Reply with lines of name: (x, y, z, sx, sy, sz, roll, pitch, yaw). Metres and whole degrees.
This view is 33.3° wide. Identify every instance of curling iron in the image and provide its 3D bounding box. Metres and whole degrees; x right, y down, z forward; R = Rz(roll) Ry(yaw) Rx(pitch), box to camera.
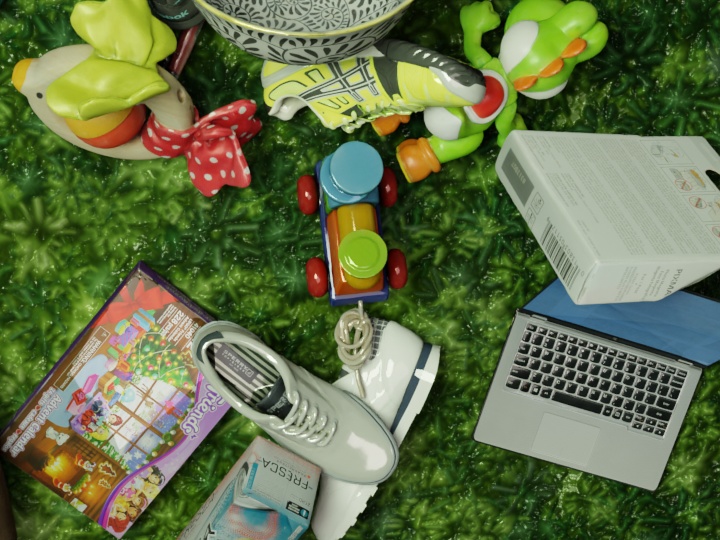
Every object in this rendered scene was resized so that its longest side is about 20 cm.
curling iron: (-0.129, -0.238, 0.968, 0.049, 0.026, 0.201, 29, 97, -15)

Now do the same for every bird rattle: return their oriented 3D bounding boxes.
bird rattle: (-0.175, -0.133, 0.939, 0.162, 0.200, 0.113, -1, 71, 26)

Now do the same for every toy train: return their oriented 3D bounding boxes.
toy train: (0.000, 0.000, 0.966, 0.084, 0.116, 0.201, -6, 83, -5)

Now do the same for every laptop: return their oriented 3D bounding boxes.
laptop: (0.223, 0.097, 1.036, 0.186, 0.116, 0.201, 17, 100, -9)

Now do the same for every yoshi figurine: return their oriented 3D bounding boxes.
yoshi figurine: (0.107, -0.161, 0.993, 0.199, 0.112, 0.112, -28, 64, 14)

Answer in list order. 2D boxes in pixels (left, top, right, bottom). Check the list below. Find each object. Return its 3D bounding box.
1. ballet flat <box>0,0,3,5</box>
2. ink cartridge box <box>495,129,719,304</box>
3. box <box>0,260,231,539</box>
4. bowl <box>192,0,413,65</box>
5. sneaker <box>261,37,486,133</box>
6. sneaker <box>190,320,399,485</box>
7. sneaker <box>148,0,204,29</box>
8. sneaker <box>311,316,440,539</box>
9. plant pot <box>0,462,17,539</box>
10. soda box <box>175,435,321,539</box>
ballet flat: (-0.265, -0.290, 0.922, 0.064, 0.067, 0.201, 33, 97, -5)
ink cartridge box: (0.229, -0.047, 0.978, 0.199, 0.163, 0.057, 2, 132, -27)
box: (-0.197, 0.111, 1.029, 0.137, 0.039, 0.200, 39, 95, -13)
bowl: (-0.044, -0.214, 0.876, 0.199, 0.094, 0.202, 2, 57, -4)
sneaker: (0.009, -0.143, 0.943, 0.199, 0.075, 0.077, 14, 94, 34)
sneaker: (-0.056, 0.115, 0.978, 0.199, 0.071, 0.073, 33, 95, -5)
sneaker: (-0.123, -0.287, 0.918, 0.075, 0.079, 0.201, 10, 89, 7)
sneaker: (-0.003, 0.139, 1.049, 0.080, 0.076, 0.201, 25, 92, -2)
plant pot: (-0.376, 0.126, 0.956, 0.186, 0.187, 0.201, -5, 88, -6)
soda box: (-0.110, 0.230, 1.009, 0.063, 0.069, 0.200, 28, 125, -12)
